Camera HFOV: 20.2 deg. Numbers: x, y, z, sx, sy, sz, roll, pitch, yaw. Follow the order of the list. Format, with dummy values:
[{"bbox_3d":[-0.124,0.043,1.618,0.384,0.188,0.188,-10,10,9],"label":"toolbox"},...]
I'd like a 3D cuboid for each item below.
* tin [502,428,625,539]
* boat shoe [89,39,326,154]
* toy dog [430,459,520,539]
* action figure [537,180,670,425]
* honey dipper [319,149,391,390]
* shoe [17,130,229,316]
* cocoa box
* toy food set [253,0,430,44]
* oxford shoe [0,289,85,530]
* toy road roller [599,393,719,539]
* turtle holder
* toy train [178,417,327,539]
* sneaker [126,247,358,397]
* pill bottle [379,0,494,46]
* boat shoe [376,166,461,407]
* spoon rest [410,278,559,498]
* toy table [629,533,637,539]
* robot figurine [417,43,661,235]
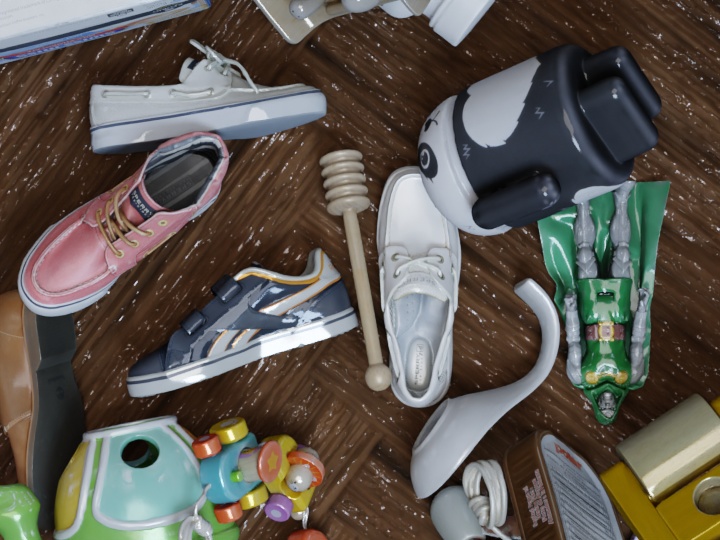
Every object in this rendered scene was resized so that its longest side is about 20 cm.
[{"bbox_3d":[0.168,0.208,1.584,0.042,0.201,0.112,-34,127,18],"label":"tin"},{"bbox_3d":[-0.130,-0.152,1.681,0.200,0.075,0.087,-8,85,10],"label":"boat shoe"},{"bbox_3d":[0.141,0.249,1.638,0.095,0.132,0.202,-7,64,-29],"label":"toy dog"},{"bbox_3d":[0.203,0.027,1.681,0.117,0.055,0.202,-2,89,6],"label":"action figure"},{"bbox_3d":[0.000,0.000,1.665,0.038,0.038,0.202,-10,74,0],"label":"honey dipper"},{"bbox_3d":[-0.191,-0.042,1.636,0.199,0.091,0.072,-36,86,-19],"label":"shoe"},{"bbox_3d":[-0.234,-0.259,1.647,0.198,0.131,0.135,-15,90,0],"label":"cocoa box"},{"bbox_3d":[-0.044,-0.248,1.601,0.144,0.199,0.061,50,64,-21],"label":"toy food set"},{"bbox_3d":[-0.276,0.115,1.685,0.071,0.071,0.202,-4,88,26],"label":"oxford shoe"},{"bbox_3d":[0.285,0.208,1.545,0.122,0.146,0.201,-32,51,-2],"label":"toy road roller"},{"bbox_3d":[-0.194,0.193,1.641,0.184,0.141,0.133,-10,91,13],"label":"turtle holder"},{"bbox_3d":[-0.065,0.199,1.626,0.055,0.200,0.152,-10,64,29],"label":"toy train"},{"bbox_3d":[-0.106,0.041,1.671,0.198,0.078,0.080,-20,94,-11],"label":"sneaker"},{"bbox_3d":[0.027,-0.279,1.657,0.200,0.111,0.112,40,90,0],"label":"pill bottle"},{"bbox_3d":[0.051,0.013,1.673,0.070,0.069,0.202,-4,88,2],"label":"boat shoe"},{"bbox_3d":[0.105,0.105,1.666,0.060,0.099,0.201,34,78,-5],"label":"spoon rest"},{"bbox_3d":[0.290,0.245,1.646,0.182,0.117,0.202,24,88,0],"label":"toy table"},{"bbox_3d":[0.140,-0.107,1.625,0.199,0.150,0.126,-22,84,29],"label":"robot figurine"}]
